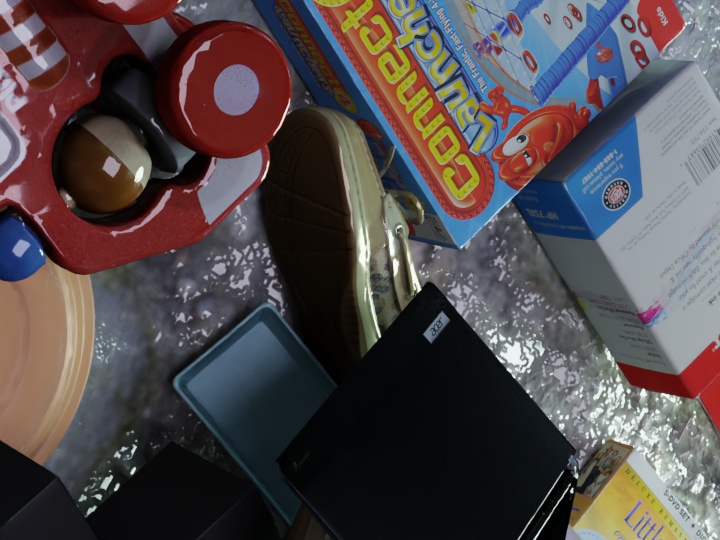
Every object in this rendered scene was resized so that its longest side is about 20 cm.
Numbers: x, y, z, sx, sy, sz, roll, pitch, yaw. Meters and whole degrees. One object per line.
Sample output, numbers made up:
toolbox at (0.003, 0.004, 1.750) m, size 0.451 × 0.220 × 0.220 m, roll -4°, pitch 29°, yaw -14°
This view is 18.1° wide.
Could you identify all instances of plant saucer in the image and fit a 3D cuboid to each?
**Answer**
plant saucer at (-0.218, 0.033, 1.089) m, size 0.199 × 0.032 × 0.201 m, roll -6°, pitch 100°, yaw -31°
plant saucer at (-0.014, 0.115, 1.198) m, size 0.070 × 0.019 × 0.200 m, roll -40°, pitch 95°, yaw -16°

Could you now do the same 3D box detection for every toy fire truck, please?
toy fire truck at (-0.140, -0.086, 1.072) m, size 0.168 × 0.112 × 0.200 m, roll -43°, pitch 118°, yaw -16°

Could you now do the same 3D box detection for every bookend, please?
bookend at (-0.135, 0.144, 1.104) m, size 0.199 × 0.092 × 0.200 m, roll -42°, pitch 127°, yaw -22°

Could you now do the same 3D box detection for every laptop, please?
laptop at (0.031, 0.144, 1.127) m, size 0.177 × 0.103 × 0.201 m, roll -47°, pitch 152°, yaw -50°

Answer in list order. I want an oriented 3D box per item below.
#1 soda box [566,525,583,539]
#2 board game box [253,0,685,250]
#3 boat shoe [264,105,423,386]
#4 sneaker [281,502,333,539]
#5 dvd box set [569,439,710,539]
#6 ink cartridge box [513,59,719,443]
soda box at (0.029, 0.195, 1.243) m, size 0.200 × 0.064 × 0.068 m, roll -41°, pitch 90°, yaw -21°
board game box at (0.057, -0.150, 1.220) m, size 0.196 × 0.056 × 0.200 m, roll -44°, pitch 118°, yaw -19°
boat shoe at (0.000, 0.000, 1.205) m, size 0.063 × 0.073 × 0.201 m, roll -28°, pitch 123°, yaw -33°
sneaker at (-0.041, 0.169, 1.088) m, size 0.071 × 0.075 × 0.201 m, roll 54°, pitch 44°, yaw -42°
dvd box set at (0.134, 0.222, 1.347) m, size 0.200 × 0.029 × 0.146 m, roll -49°, pitch 120°, yaw -16°
ink cartridge box at (0.184, -0.009, 1.312) m, size 0.116 × 0.067 × 0.200 m, roll -42°, pitch 114°, yaw -20°
